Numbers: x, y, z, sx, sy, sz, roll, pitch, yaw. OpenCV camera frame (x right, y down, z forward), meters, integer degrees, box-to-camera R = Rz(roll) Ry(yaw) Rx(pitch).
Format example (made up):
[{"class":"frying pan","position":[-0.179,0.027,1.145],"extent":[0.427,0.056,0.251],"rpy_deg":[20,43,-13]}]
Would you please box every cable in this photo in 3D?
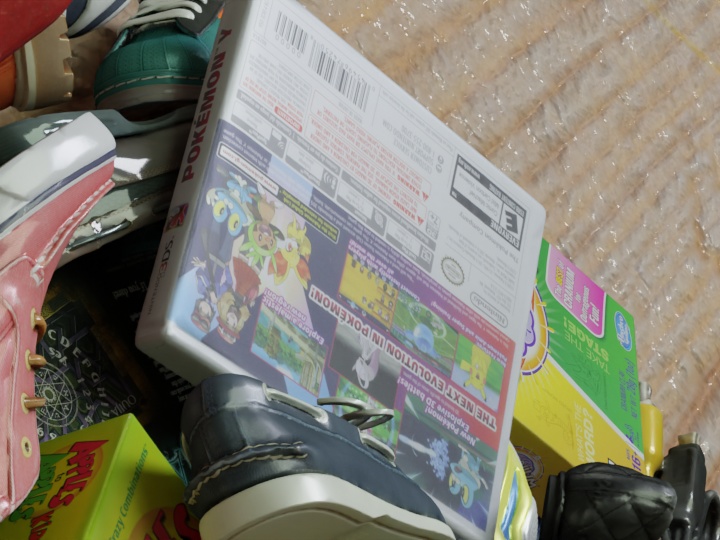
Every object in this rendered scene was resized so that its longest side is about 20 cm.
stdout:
[{"class":"cable","position":[0.160,0.151,1.171],"extent":[0.200,0.050,0.097],"rpy_deg":[-66,140,-54]}]

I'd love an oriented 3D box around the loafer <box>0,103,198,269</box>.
[{"class":"loafer","position":[-0.082,-0.032,0.907],"extent":[0.200,0.072,0.063],"rpy_deg":[-10,75,-48]}]

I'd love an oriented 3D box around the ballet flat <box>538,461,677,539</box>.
[{"class":"ballet flat","position":[0.106,0.160,0.975],"extent":[0.200,0.057,0.066],"rpy_deg":[88,11,-49]}]

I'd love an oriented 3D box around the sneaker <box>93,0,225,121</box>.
[{"class":"sneaker","position":[-0.080,-0.114,1.001],"extent":[0.200,0.071,0.080],"rpy_deg":[-41,119,-74]}]

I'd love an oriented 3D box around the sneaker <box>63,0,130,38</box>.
[{"class":"sneaker","position":[-0.183,-0.192,0.938],"extent":[0.130,0.079,0.199],"rpy_deg":[-18,88,-69]}]

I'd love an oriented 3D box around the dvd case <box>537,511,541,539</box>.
[{"class":"dvd case","position":[0.080,0.087,1.136],"extent":[0.143,0.018,0.200],"rpy_deg":[15,51,-50]}]

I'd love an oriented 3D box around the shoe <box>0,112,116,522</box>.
[{"class":"shoe","position":[-0.137,0.034,0.753],"extent":[0.091,0.071,0.200],"rpy_deg":[49,57,-7]}]

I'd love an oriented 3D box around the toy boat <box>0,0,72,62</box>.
[{"class":"toy boat","position":[-0.182,-0.105,0.739],"extent":[0.131,0.200,0.131],"rpy_deg":[54,-14,-15]}]

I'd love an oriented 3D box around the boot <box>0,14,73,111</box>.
[{"class":"boot","position":[-0.185,-0.153,0.840],"extent":[0.107,0.075,0.200],"rpy_deg":[-14,97,-16]}]

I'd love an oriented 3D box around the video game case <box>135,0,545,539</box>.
[{"class":"video game case","position":[0.000,0.000,0.917],"extent":[0.200,0.023,0.182],"rpy_deg":[37,50,-35]}]

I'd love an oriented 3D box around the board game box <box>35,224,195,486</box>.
[{"class":"board game box","position":[-0.115,0.051,0.865],"extent":[0.135,0.028,0.200],"rpy_deg":[61,29,5]}]

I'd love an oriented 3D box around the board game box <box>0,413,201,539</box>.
[{"class":"board game box","position":[-0.061,0.161,0.783],"extent":[0.200,0.048,0.102],"rpy_deg":[57,27,-28]}]

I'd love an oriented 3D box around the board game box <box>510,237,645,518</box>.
[{"class":"board game box","position":[0.069,0.033,1.108],"extent":[0.200,0.040,0.153],"rpy_deg":[39,35,-31]}]

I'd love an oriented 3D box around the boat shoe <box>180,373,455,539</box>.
[{"class":"boat shoe","position":[-0.018,0.084,0.815],"extent":[0.200,0.075,0.062],"rpy_deg":[30,38,-65]}]

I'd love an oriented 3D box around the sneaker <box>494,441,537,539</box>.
[{"class":"sneaker","position":[0.022,0.129,0.952],"extent":[0.105,0.076,0.200],"rpy_deg":[34,38,-35]}]
